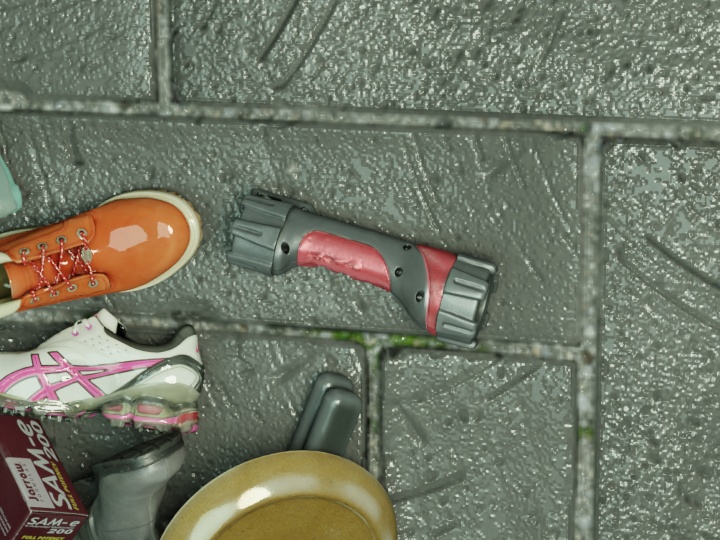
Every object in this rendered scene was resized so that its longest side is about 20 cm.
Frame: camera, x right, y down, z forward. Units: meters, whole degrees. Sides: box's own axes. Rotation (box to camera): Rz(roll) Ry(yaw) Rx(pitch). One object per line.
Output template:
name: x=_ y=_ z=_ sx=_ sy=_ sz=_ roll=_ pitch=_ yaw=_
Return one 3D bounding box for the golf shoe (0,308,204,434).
golf shoe: x=-0.217 y=0.075 z=1.659 sx=0.198 sy=0.073 sz=0.093 roll=5 pitch=87 yaw=8

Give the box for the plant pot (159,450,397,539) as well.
plant pot: x=-0.061 y=0.227 z=1.607 sx=0.198 sy=0.028 sz=0.202 roll=-11 pitch=122 yaw=-18

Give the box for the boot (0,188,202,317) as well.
boot: x=-0.219 y=-0.005 z=1.615 sx=0.198 sy=0.107 sz=0.076 roll=-15 pitch=98 yaw=17

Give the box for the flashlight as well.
flashlight: x=0.000 y=0.000 z=1.574 sx=0.198 sy=0.068 sz=0.069 roll=15 pitch=103 yaw=10

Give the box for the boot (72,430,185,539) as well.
boot: x=-0.159 y=0.204 z=1.623 sx=0.133 sy=0.069 sz=0.200 roll=66 pitch=155 yaw=8

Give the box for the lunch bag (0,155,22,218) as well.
lunch bag: x=-0.387 y=-0.049 z=1.616 sx=0.199 sy=0.170 sz=0.123 roll=-22 pitch=90 yaw=20

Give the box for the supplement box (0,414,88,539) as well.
supplement box: x=-0.301 y=0.221 z=1.666 sx=0.201 sy=0.061 sz=0.109 roll=-54 pitch=50 yaw=24

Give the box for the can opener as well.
can opener: x=-0.037 y=0.175 z=1.645 sx=0.066 sy=0.053 sz=0.202 roll=8 pitch=111 yaw=-22
